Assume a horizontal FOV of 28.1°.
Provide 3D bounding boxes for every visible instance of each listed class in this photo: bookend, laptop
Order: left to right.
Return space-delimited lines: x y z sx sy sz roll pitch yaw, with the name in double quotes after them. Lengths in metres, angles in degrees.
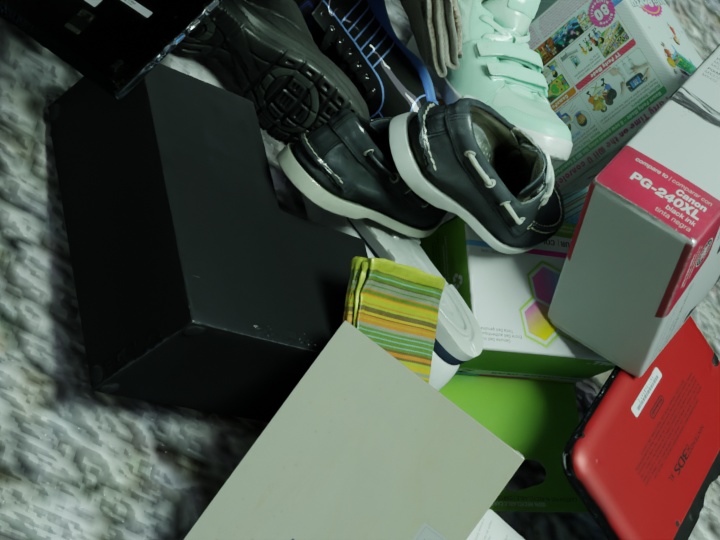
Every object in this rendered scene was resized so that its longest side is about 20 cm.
-0.105 -0.178 0.900 0.200 0.177 0.103 -46 139 -11 "laptop"
-0.082 -0.018 0.913 0.198 0.092 0.201 16 51 -48 "bookend"

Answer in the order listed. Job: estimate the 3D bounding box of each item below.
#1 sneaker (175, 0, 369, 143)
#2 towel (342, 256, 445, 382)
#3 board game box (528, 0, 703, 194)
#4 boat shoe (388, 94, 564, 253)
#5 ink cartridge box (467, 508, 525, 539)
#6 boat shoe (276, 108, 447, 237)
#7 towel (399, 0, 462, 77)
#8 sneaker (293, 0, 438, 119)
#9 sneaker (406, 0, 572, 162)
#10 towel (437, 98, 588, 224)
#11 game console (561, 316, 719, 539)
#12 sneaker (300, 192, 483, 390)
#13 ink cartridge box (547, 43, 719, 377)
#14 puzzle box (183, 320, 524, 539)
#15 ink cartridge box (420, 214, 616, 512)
-0.065 -0.167 1.008 0.200 0.076 0.091 41 44 -23 "sneaker"
0.015 0.096 0.884 0.086 0.018 0.202 12 83 -48 "towel"
0.163 -0.182 1.131 0.064 0.147 0.201 -17 74 -50 "board game box"
0.095 -0.061 0.954 0.199 0.060 0.076 15 62 -55 "boat shoe"
0.045 0.240 0.944 0.176 0.045 0.201 44 48 -19 "ink cartridge box"
0.021 -0.073 0.961 0.075 0.066 0.199 53 20 26 "boat shoe"
0.034 -0.248 1.031 0.034 0.133 0.201 -16 56 -3 "towel"
-0.010 -0.163 1.059 0.077 0.070 0.201 -11 72 -41 "sneaker"
0.110 -0.169 1.054 0.073 0.119 0.201 12 28 -36 "sneaker"
0.135 -0.058 1.169 0.146 0.022 0.201 -24 87 -44 "towel"
0.196 0.150 1.057 0.173 0.118 0.200 54 46 -13 "game console"
0.000 0.000 0.992 0.076 0.080 0.201 7 46 -55 "sneaker"
0.228 -0.047 1.010 0.083 0.146 0.200 33 53 20 "ink cartridge box"
-0.016 0.148 0.832 0.133 0.025 0.201 37 89 8 "puzzle box"
0.124 0.069 1.048 0.147 0.076 0.202 7 69 -29 "ink cartridge box"
